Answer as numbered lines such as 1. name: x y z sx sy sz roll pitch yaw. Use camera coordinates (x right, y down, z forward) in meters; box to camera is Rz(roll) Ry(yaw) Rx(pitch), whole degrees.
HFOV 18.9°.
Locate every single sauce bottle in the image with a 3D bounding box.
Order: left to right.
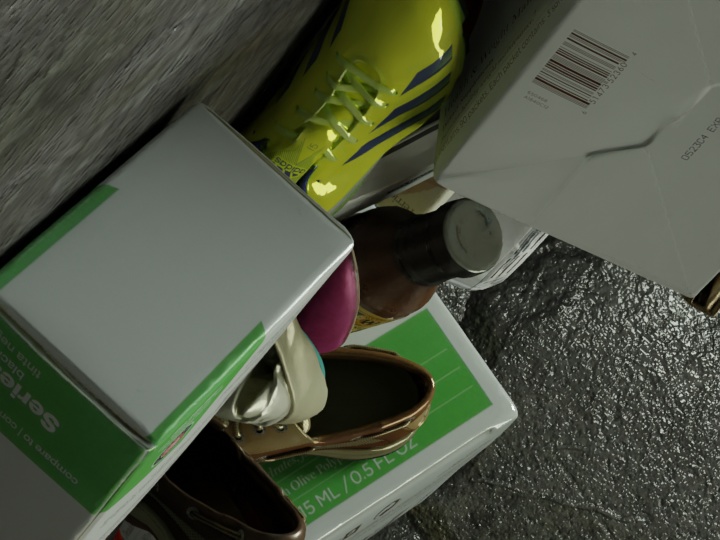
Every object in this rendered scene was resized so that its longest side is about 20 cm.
1. sauce bottle: 0.000 0.000 1.191 0.065 0.065 0.200 -48 -164 -33

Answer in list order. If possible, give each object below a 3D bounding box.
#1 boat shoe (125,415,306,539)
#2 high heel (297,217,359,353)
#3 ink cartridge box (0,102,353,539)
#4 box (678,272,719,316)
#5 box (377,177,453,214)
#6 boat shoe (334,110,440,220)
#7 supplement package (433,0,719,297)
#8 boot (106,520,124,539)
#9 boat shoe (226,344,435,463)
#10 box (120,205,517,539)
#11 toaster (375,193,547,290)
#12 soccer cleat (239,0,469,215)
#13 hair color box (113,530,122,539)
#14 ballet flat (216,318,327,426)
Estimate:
1. boat shoe: -0.086 0.095 1.092 0.075 0.202 0.075 -12 131 -38
2. high heel: -0.068 0.017 1.116 0.096 0.068 0.200 -9 176 -21
3. ink cartridge box: -0.110 0.053 0.825 0.200 0.084 0.146 -50 178 43
4. box: 0.184 -0.084 1.094 0.164 0.021 0.200 -60 -162 14
5. box: 0.064 -0.127 1.216 0.200 0.095 0.078 -51 177 31
6. boat shoe: -0.002 -0.068 1.148 0.200 0.064 0.071 -25 176 -8
7. supplement package: 0.146 -0.138 0.992 0.191 0.147 0.200 -51 -158 43
8. boot: -0.140 0.151 1.005 0.079 0.158 0.211 2 -154 36
9. boat shoe: -0.051 0.072 1.218 0.199 0.076 0.074 -7 166 -22
10. box: -0.049 0.098 1.365 0.199 0.172 0.200 -30 169 -28
11. toaster: 0.073 -0.081 1.437 0.200 0.129 0.114 -50 -152 26
12. soccer cleat: -0.012 -0.070 0.985 0.084 0.065 0.200 -41 174 -34
13. hair color box: -0.172 0.214 1.233 0.061 0.200 0.102 9 135 -37
14. ballet flat: -0.062 0.033 1.039 0.069 0.069 0.200 -48 149 -23
